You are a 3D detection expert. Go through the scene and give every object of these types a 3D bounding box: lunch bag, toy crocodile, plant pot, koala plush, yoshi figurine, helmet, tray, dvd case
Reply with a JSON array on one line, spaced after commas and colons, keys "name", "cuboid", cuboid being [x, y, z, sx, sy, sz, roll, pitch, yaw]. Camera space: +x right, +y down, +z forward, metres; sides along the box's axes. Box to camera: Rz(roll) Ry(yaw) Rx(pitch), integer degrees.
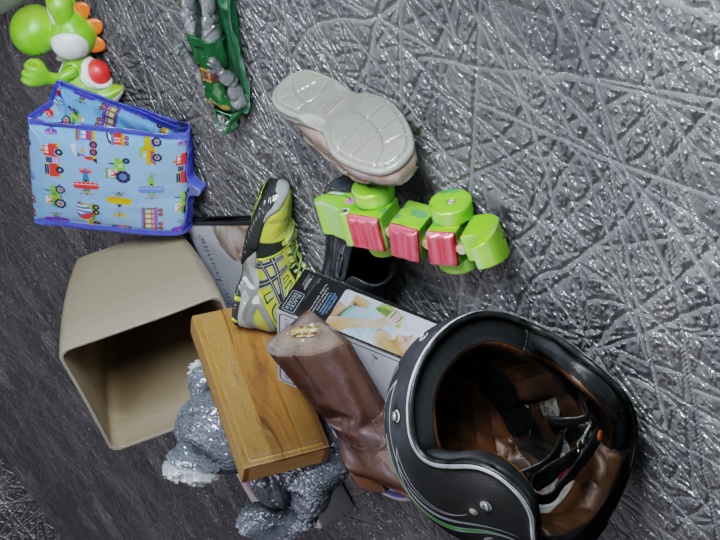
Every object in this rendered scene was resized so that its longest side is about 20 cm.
[{"name": "lunch bag", "cuboid": [-0.280, -0.118, 1.614, 0.198, 0.094, 0.152, 13, 130, 7]}, {"name": "toy crocodile", "cuboid": [0.042, -0.035, 1.200, 0.199, 0.062, 0.068, 13, 131, 31]}, {"name": "plant pot", "cuboid": [-0.257, 0.068, 1.695, 0.201, 0.198, 0.178, 74, 175, -46]}, {"name": "koala plush", "cuboid": [-0.123, 0.195, 1.571, 0.199, 0.179, 0.184, 26, 152, -17]}, {"name": "yoshi figurine", "cuboid": [-0.365, -0.246, 1.668, 0.112, 0.111, 0.201, 36, 144, 49]}, {"name": "helmet", "cuboid": [0.115, 0.135, 1.148, 0.190, 0.200, 0.201, 26, 140, 37]}, {"name": "tray", "cuboid": [-0.114, 0.129, 1.523, 0.037, 0.098, 0.201, 105, 148, -53]}, {"name": "dvd case", "cuboid": [-0.136, 0.002, 1.628, 0.199, 0.017, 0.144, 3, 121, 60]}]

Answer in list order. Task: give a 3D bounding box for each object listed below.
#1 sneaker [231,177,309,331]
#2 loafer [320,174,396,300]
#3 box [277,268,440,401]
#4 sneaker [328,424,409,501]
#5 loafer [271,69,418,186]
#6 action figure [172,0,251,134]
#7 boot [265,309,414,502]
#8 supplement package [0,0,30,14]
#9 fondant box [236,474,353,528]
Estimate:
[{"name": "sneaker", "cuboid": [-0.089, -0.017, 1.490, 0.076, 0.076, 0.201, 13, 133, 1]}, {"name": "loafer", "cuboid": [0.000, 0.000, 1.331, 0.070, 0.068, 0.202, 46, 149, 42]}, {"name": "box", "cuboid": [0.020, 0.088, 1.320, 0.199, 0.060, 0.117, 21, 141, 16]}, {"name": "sneaker", "cuboid": [-0.005, 0.149, 1.441, 0.201, 0.080, 0.147, 55, 180, 19]}, {"name": "loafer", "cuboid": [-0.006, -0.121, 1.233, 0.200, 0.072, 0.063, 39, 165, 46]}, {"name": "action figure", "cuboid": [-0.151, -0.223, 1.382, 0.118, 0.055, 0.201, 29, 146, 40]}, {"name": "boot", "cuboid": [0.019, 0.123, 1.265, 0.185, 0.064, 0.201, -7, 123, 38]}, {"name": "supplement package", "cuboid": [-0.423, -0.394, 1.554, 0.151, 0.151, 0.200, 59, 154, -1]}, {"name": "fondant box", "cuboid": [-0.104, 0.261, 1.804, 0.145, 0.058, 0.200, 61, 153, -6]}]
